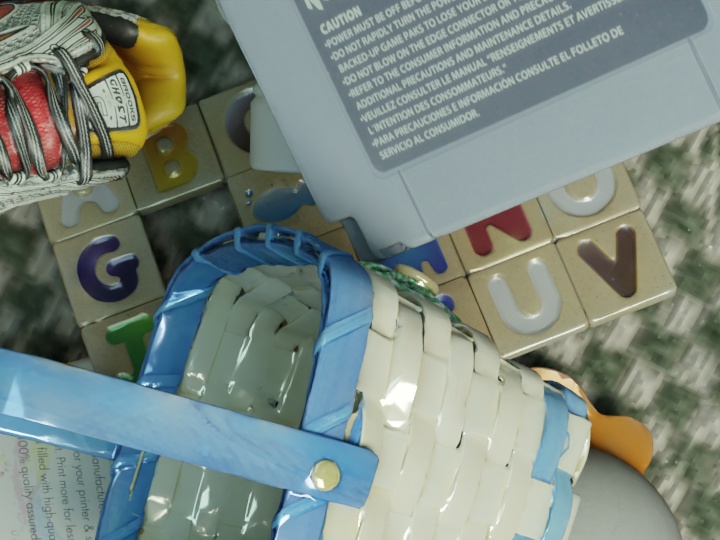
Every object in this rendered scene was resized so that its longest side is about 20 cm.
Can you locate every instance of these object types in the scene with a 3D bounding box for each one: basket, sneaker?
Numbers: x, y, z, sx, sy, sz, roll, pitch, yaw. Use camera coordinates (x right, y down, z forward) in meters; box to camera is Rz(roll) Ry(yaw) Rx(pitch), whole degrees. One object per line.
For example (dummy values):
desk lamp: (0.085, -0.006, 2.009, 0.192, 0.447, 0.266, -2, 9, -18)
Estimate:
basket: (-0.049, 0.053, 0.717, 0.199, 0.176, 0.140, 13, 86, -26)
sneaker: (-0.117, -0.056, 0.775, 0.082, 0.200, 0.078, -2, 106, 18)

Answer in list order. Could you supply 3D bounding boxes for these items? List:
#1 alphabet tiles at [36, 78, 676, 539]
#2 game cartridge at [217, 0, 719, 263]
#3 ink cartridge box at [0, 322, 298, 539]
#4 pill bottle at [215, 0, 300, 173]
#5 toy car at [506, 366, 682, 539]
alphabet tiles: (0.000, 0.000, 0.839, 0.199, 0.008, 0.168, -21, 69, -2)
game cartridge: (0.041, -0.088, 0.679, 0.200, 0.041, 0.134, -22, 91, 46)
ink cartridge box: (-0.093, 0.095, 0.855, 0.199, 0.067, 0.117, -12, 70, 4)
pill bottle: (0.007, -0.132, 0.801, 0.111, 0.111, 0.201, 2, 95, 0)
toy car: (0.053, 0.136, 0.858, 0.176, 0.184, 0.201, -7, 72, 3)
